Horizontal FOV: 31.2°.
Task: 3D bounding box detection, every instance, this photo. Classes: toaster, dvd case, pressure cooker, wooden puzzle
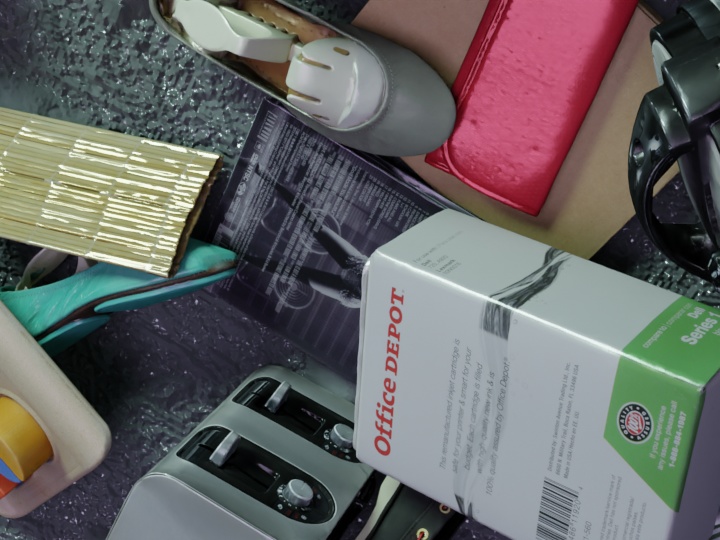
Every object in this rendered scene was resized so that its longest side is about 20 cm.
[{"bbox_3d":[-0.081,0.177,0.819,0.118,0.181,0.201,32,115,8],"label":"toaster"},{"bbox_3d":[0.000,0.000,0.805,0.199,0.016,0.149,32,124,6],"label":"dvd case"},{"bbox_3d":[0.224,-0.068,0.615,0.198,0.179,0.177,-24,105,11],"label":"pressure cooker"},{"bbox_3d":[-0.272,0.087,0.881,0.186,0.046,0.200,50,141,-4],"label":"wooden puzzle"}]

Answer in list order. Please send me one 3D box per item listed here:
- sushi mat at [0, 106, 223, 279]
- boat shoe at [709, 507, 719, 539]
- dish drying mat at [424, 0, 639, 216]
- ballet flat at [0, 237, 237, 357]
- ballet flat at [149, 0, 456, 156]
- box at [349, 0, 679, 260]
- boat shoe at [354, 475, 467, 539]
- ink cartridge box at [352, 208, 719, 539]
[{"bbox_3d":[-0.191,-0.055,0.818,0.198,0.096,0.012,13,152,16],"label":"sushi mat"},{"bbox_3d":[0.201,0.174,0.786,0.074,0.067,0.200,47,116,-2],"label":"boat shoe"},{"bbox_3d":[0.104,-0.132,0.709,0.076,0.018,0.202,26,114,7],"label":"dish drying mat"},{"bbox_3d":[-0.170,0.003,0.840,0.199,0.067,0.071,-22,84,28],"label":"ballet flat"},{"bbox_3d":[-0.040,-0.119,0.738,0.199,0.064,0.068,31,113,19],"label":"ballet flat"},{"bbox_3d":[0.092,-0.107,0.744,0.200,0.021,0.164,43,116,-1],"label":"box"},{"bbox_3d":[0.015,0.192,0.788,0.063,0.202,0.074,27,148,12],"label":"boat shoe"},{"bbox_3d":[0.100,0.069,0.711,0.199,0.084,0.148,24,125,30],"label":"ink cartridge box"}]
